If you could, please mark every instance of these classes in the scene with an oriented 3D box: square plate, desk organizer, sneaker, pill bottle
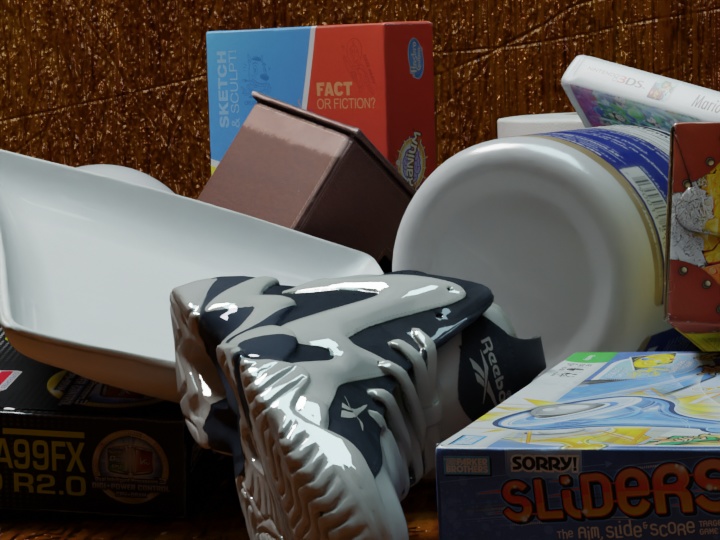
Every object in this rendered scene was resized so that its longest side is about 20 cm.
[{"bbox_3d":[-0.067,0.015,1.069,0.199,0.029,0.198,16,18,-19],"label":"square plate"},{"bbox_3d":[0.000,0.000,1.274,0.072,0.077,0.200,22,-14,38],"label":"desk organizer"},{"bbox_3d":[0.015,0.049,0.893,0.129,0.080,0.199,-10,16,-15],"label":"sneaker"},{"bbox_3d":[0.104,-0.005,1.112,0.115,0.116,0.200,1,5,26],"label":"pill bottle"}]

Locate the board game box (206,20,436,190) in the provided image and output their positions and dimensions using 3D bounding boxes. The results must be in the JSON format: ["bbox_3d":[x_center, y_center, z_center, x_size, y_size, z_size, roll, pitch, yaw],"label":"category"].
[{"bbox_3d":[-0.022,-0.041,1.462,0.040,0.201,0.153,-6,6,-44],"label":"board game box"}]

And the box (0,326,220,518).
[{"bbox_3d":[-0.133,0.048,1.101,0.160,0.044,0.200,2,17,8],"label":"box"}]

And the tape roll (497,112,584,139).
[{"bbox_3d":[0.195,-0.040,1.741,0.202,0.140,0.203,-2,4,0],"label":"tape roll"}]

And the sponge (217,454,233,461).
[{"bbox_3d":[-0.097,0.065,1.234,0.111,0.030,0.200,-3,5,-8],"label":"sponge"}]

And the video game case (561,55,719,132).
[{"bbox_3d":[0.207,-0.020,1.242,0.182,0.024,0.200,20,-22,39],"label":"video game case"}]

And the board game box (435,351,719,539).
[{"bbox_3d":[0.117,0.059,0.864,0.135,0.035,0.200,-1,7,17],"label":"board game box"}]

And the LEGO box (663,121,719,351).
[{"bbox_3d":[0.209,-0.002,0.994,0.148,0.077,0.200,0,-9,16],"label":"LEGO box"}]

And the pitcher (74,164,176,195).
[{"bbox_3d":[-0.119,0.017,1.433,0.171,0.122,0.200,18,11,-15],"label":"pitcher"}]
